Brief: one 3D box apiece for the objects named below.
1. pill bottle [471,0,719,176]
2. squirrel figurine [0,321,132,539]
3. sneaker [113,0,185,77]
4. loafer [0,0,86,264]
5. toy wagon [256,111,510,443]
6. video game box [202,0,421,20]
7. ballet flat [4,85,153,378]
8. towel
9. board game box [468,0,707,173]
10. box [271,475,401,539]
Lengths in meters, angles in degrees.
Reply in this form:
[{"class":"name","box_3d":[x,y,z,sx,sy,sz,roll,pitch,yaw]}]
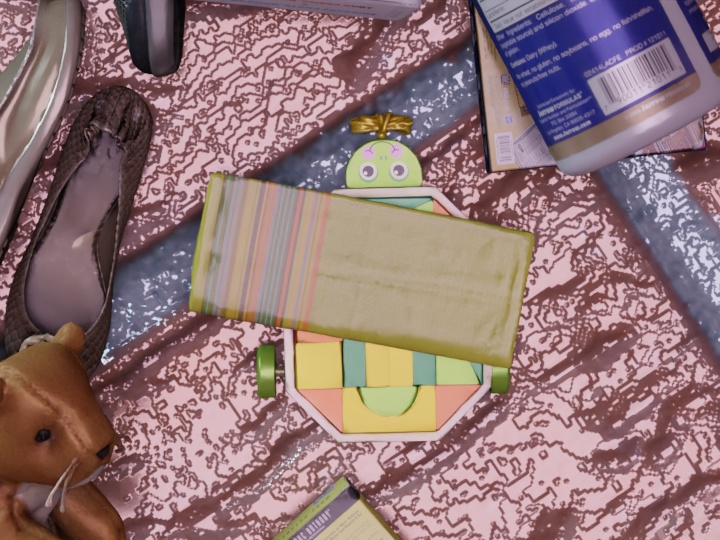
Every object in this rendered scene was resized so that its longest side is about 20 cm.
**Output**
[{"class":"pill bottle","box_3d":[0.124,-0.166,1.400,0.115,0.116,0.201,-27,93,0]},{"class":"squirrel figurine","box_3d":[-0.225,0.106,1.410,0.200,0.141,0.187,39,131,22]},{"class":"sneaker","box_3d":[-0.165,-0.207,1.448,0.114,0.076,0.200,-12,90,1]},{"class":"loafer","box_3d":[-0.221,-0.077,1.451,0.068,0.076,0.201,22,93,-8]},{"class":"toy wagon","box_3d":[0.013,0.004,1.479,0.154,0.040,0.201,-1,93,-2]},{"class":"video game box","box_3d":[-0.054,-0.253,1.419,0.182,0.047,0.201,5,80,-21]},{"class":"ballet flat","box_3d":[-0.170,-0.015,1.470,0.067,0.046,0.201,18,93,-2]},{"class":"towel","box_3d":[0.000,0.000,1.453,0.199,0.018,0.086,11,98,-3]},{"class":"board game box","box_3d":[0.133,-0.165,1.476,0.135,0.035,0.201,-6,93,-1]},{"class":"box","box_3d":[0.030,0.225,1.487,0.075,0.050,0.200,-42,93,1]}]
